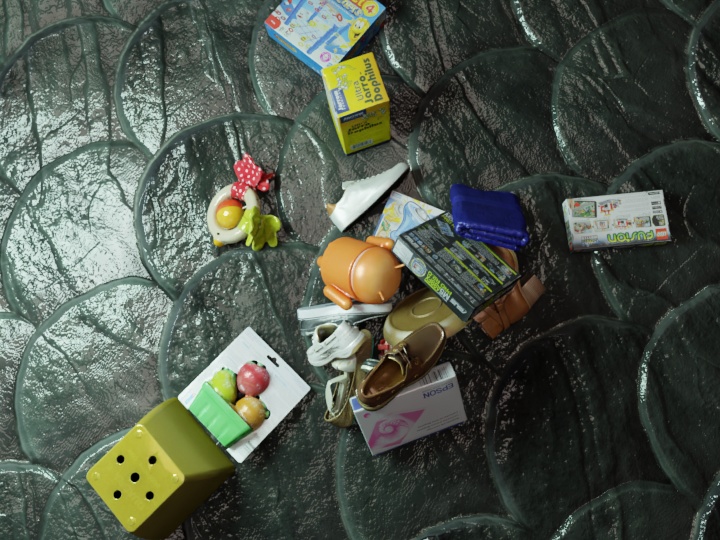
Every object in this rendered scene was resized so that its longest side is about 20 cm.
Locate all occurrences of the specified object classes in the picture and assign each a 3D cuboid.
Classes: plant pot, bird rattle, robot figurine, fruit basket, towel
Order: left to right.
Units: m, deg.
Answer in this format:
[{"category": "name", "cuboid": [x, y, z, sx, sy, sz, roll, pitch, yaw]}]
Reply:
[{"category": "plant pot", "cuboid": [-0.390, 0.380, 1.200, 0.200, 0.176, 0.200, -43, 80, -6]}, {"category": "bird rattle", "cuboid": [-0.257, -0.135, 1.335, 0.162, 0.113, 0.202, -22, 75, 16]}, {"category": "fruit basket", "cuboid": [-0.233, 0.247, 1.275, 0.185, 0.094, 0.200, 42, 68, 9]}, {"category": "robot figurine", "cuboid": [-0.001, 0.002, 1.250, 0.143, 0.199, 0.118, -17, 113, -37]}, {"category": "plant pot", "cuboid": [0.131, 0.079, 1.225, 0.198, 0.200, 0.028, -26, 113, -2]}, {"category": "towel", "cuboid": [0.250, -0.106, 1.256, 0.146, 0.201, 0.050, 9, 119, 1]}]

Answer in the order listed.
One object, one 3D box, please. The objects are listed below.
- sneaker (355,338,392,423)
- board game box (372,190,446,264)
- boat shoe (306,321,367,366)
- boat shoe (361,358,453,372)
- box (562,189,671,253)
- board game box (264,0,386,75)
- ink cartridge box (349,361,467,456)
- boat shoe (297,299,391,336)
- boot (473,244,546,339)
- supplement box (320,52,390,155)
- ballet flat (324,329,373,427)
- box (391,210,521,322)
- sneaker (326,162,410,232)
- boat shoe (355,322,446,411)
[{"category": "sneaker", "cuboid": [0.049, 0.201, 1.246, 0.201, 0.067, 0.108, -35, 96, -15]}, {"category": "board game box", "cuboid": [0.131, -0.067, 1.327, 0.198, 0.034, 0.137, 22, 81, 7]}, {"category": "boat shoe", "cuboid": [-0.059, 0.132, 1.222, 0.069, 0.200, 0.071, 48, 57, -9]}, {"category": "boat shoe", "cuboid": [0.095, 0.176, 1.189, 0.197, 0.074, 0.067, 14, 80, -19]}, {"category": "box", "cuboid": [0.527, -0.101, 1.310, 0.197, 0.035, 0.111, -5, 79, 2]}, {"category": "board game box", "cuboid": [-0.077, -0.558, 1.424, 0.199, 0.056, 0.196, 38, 84, 9]}, {"category": "ink cartridge box", "cuboid": [0.098, 0.276, 1.188, 0.194, 0.201, 0.043, -21, 40, 0]}, {"category": "boat shoe", "cuboid": [-0.031, 0.100, 1.282, 0.197, 0.074, 0.069, -8, 95, 8]}, {"category": "boot", "cuboid": [0.257, 0.024, 1.283, 0.155, 0.077, 0.200, -43, 96, 0]}, {"category": "supplement box", "cuboid": [-0.005, -0.335, 1.303, 0.108, 0.200, 0.110, -19, 79, 0]}, {"category": "ballet flat", "cuboid": [-0.030, 0.212, 1.243, 0.072, 0.068, 0.202, 10, 100, -34]}, {"category": "box", "cuboid": [0.180, -0.014, 1.197, 0.160, 0.044, 0.200, -28, 64, -39]}, {"category": "sneaker", "cuboid": [0.012, -0.175, 1.335, 0.199, 0.073, 0.085, -40, 82, -3]}, {"category": "boat shoe", "cuboid": [0.074, 0.163, 1.096, 0.200, 0.068, 0.072, -41, 72, -11]}]
